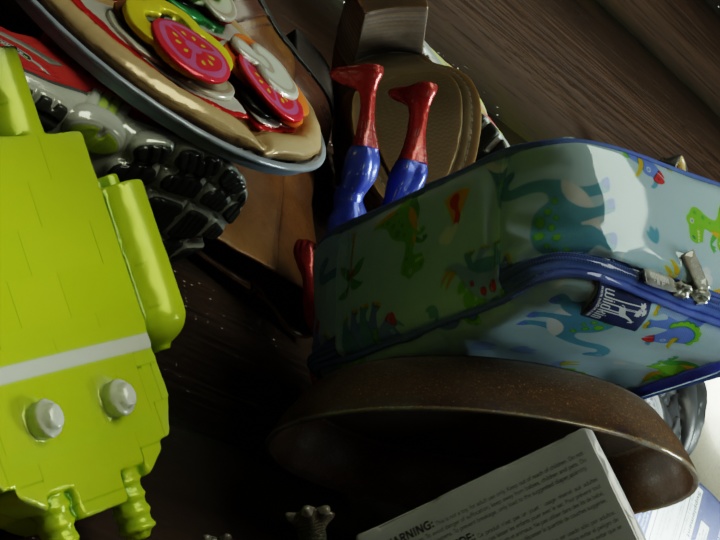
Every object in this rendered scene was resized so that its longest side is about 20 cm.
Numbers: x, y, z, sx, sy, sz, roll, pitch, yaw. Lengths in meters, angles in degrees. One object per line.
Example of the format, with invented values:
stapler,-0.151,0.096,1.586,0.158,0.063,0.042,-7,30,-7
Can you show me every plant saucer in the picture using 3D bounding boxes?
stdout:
plant saucer,0.056,0.077,0.834,0.200,0.199,0.035,31,60,-49

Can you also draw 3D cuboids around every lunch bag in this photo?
lunch bag,0.085,0.015,0.830,0.160,0.200,0.083,17,64,-35

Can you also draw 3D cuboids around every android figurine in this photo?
android figurine,-0.130,0.013,0.678,0.182,0.041,0.201,-9,78,-62

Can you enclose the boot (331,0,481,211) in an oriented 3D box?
boot,0.021,-0.064,1.072,0.155,0.073,0.201,98,-10,-48

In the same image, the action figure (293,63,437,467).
action figure,0.000,0.000,0.923,0.065,0.052,0.201,15,76,-42

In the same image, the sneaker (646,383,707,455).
sneaker,0.126,0.036,0.990,0.114,0.075,0.201,22,44,-55

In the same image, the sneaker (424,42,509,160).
sneaker,0.071,-0.090,1.290,0.090,0.078,0.201,20,40,-61

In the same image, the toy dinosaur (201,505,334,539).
toy dinosaur,-0.021,0.162,0.727,0.200,0.076,0.103,70,11,-54

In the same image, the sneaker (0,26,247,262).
sneaker,-0.126,-0.067,0.818,0.200,0.077,0.085,31,26,-50

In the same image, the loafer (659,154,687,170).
loafer,0.314,-0.025,1.744,0.073,0.072,0.201,24,38,-57

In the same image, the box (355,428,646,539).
box,0.085,0.163,0.808,0.102,0.112,0.200,66,4,25

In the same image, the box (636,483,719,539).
box,0.192,0.189,1.120,0.200,0.032,0.122,42,58,-31

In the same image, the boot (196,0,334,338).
boot,-0.087,-0.081,0.980,0.188,0.068,0.201,47,31,-36

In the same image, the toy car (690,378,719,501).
toy car,0.198,0.077,1.257,0.177,0.184,0.200,52,-13,-33

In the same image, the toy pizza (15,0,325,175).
toy pizza,-0.092,-0.120,0.868,0.200,0.032,0.200,35,17,-13
